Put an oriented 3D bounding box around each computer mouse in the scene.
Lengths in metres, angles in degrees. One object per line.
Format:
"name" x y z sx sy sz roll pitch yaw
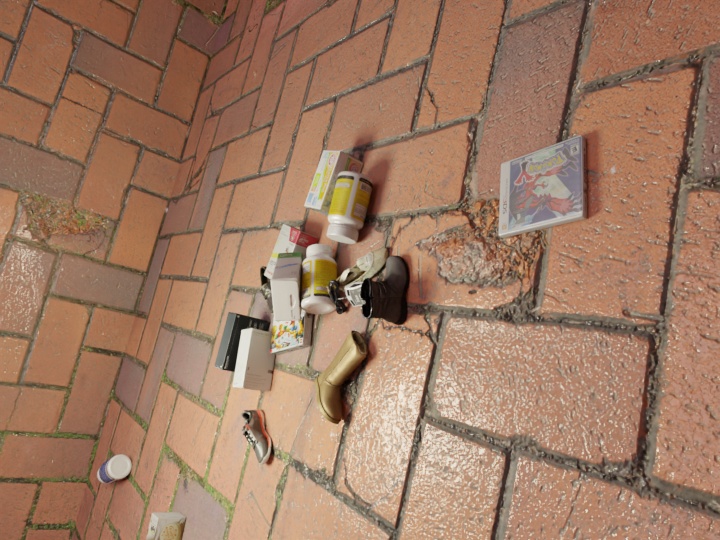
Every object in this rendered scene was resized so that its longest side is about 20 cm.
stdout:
"computer mouse" -0.008 0.069 1.467 0.199 0.044 0.110 -7 111 41

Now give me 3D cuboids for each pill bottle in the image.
"pill bottle" -1.235 0.998 2.565 0.200 0.115 0.117 -33 50 38
"pill bottle" -0.128 0.025 1.598 0.112 0.112 0.202 -26 55 43
"pill bottle" -0.036 -0.191 1.575 0.114 0.114 0.202 3 76 52

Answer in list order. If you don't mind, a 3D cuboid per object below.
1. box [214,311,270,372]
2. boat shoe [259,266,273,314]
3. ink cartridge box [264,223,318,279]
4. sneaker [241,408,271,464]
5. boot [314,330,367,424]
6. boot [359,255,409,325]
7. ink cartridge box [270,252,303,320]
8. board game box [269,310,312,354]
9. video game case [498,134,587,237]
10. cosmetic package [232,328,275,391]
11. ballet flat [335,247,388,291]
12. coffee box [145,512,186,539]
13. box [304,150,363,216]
"box" -0.424 0.263 1.844 0.079 0.141 0.202 1 75 51
"boat shoe" -0.338 0.071 1.881 0.073 0.065 0.201 -43 46 29
"ink cartridge box" -0.245 -0.047 1.801 0.145 0.083 0.201 25 95 54
"sneaker" -0.352 0.542 1.677 0.077 0.082 0.200 -54 40 21
"boot" -0.047 0.293 1.418 0.200 0.066 0.176 -52 41 21
"boot" 0.061 0.037 1.337 0.070 0.131 0.202 -29 53 42
"ink cartridge box" -0.226 0.048 1.620 0.200 0.083 0.146 -93 2 -65
"board game box" -0.231 0.203 1.714 0.199 0.034 0.127 -22 58 45
"video game case" 0.388 -0.177 1.108 0.199 0.023 0.184 -13 65 48
"cosmetic package" -0.361 0.308 1.770 0.081 0.112 0.202 -12 67 49
"ballet flat" 0.000 0.000 1.488 0.200 0.062 0.068 -44 45 31
"coffee box" -0.746 1.029 1.935 0.079 0.114 0.202 -7 69 49
"box" -0.088 -0.284 1.692 0.112 0.101 0.201 18 89 53
